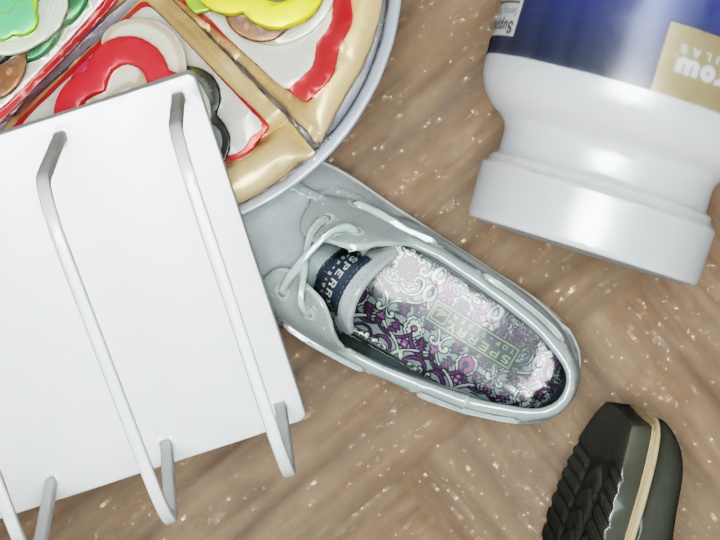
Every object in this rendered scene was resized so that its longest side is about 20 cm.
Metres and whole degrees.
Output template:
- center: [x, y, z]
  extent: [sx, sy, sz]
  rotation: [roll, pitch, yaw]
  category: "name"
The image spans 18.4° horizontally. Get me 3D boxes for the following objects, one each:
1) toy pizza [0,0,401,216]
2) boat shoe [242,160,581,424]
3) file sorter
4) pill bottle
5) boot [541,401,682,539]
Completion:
- center: [-0.084, -0.113, 0.861]
  extent: [0.200, 0.032, 0.201]
  rotation: [-1, 81, 7]
  category: "toy pizza"
- center: [0.000, 0.001, 0.878]
  extent: [0.201, 0.072, 0.070]
  rotation: [27, 91, -4]
  category: "boat shoe"
- center: [-0.131, 0.032, 0.783]
  extent: [0.200, 0.125, 0.139]
  rotation: [-18, 102, -1]
  category: "file sorter"
- center: [0.114, -0.102, 0.862]
  extent: [0.116, 0.116, 0.200]
  rotation: [16, 92, -5]
  category: "pill bottle"
- center: [0.141, 0.157, 0.903]
  extent: [0.138, 0.077, 0.200]
  rotation: [8, 105, -9]
  category: "boot"
